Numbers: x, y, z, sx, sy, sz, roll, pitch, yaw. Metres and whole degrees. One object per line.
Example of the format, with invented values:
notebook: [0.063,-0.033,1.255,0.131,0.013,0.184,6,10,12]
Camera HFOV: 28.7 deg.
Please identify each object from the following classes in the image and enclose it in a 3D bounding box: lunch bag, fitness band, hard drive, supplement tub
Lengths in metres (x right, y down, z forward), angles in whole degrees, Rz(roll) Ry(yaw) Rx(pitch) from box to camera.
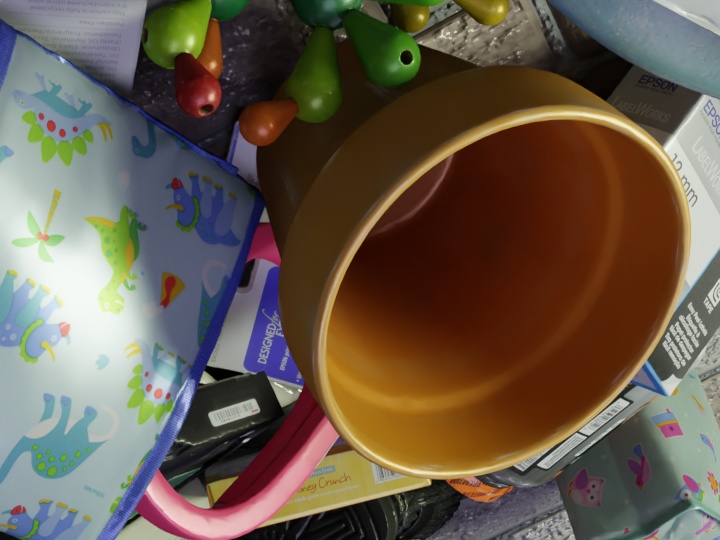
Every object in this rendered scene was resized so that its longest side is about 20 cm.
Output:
lunch bag: [-0.156,0.008,0.657,0.170,0.127,0.201,32,91,-41]
fitness band: [-0.072,0.061,0.803,0.037,0.200,0.144,-8,121,42]
hard drive: [-0.156,0.129,0.872,0.139,0.038,0.200,-14,162,-47]
supplement tub: [0.136,0.071,1.000,0.122,0.123,0.200,23,126,-39]
lunch bag: [0.235,0.161,1.106,0.122,0.171,0.200,-33,142,23]

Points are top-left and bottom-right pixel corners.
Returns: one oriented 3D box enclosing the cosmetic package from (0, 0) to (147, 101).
cosmetic package: [-0.155,-0.109,0.695,0.071,0.102,0.201,0,136,-19]

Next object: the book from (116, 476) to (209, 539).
book: [-0.204,0.219,0.991,0.133,0.048,0.200,-27,-175,27]

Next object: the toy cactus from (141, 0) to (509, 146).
toy cactus: [-0.031,-0.147,0.648,0.199,0.165,0.103,-28,152,-26]

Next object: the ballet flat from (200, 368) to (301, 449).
ballet flat: [-0.090,0.090,0.976,0.198,0.073,0.073,-15,141,-2]

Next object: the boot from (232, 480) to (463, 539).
boot: [-0.031,0.205,1.098,0.210,0.080,0.158,-20,176,23]

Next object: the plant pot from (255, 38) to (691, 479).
plant pot: [0.034,-0.029,0.718,0.199,0.183,0.201,-14,126,-20]

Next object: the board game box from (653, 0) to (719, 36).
board game box: [0.236,-0.158,0.559,0.199,0.026,0.200,21,129,-24]

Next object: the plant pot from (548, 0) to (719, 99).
plant pot: [0.157,-0.206,0.647,0.198,0.197,0.197,6,135,-20]

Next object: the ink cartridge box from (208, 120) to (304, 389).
ink cartridge box: [0.000,0.000,0.894,0.198,0.044,0.199,15,127,-6]

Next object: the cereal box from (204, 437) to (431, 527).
cereal box: [-0.038,0.137,0.982,0.143,0.040,0.200,-13,180,-7]

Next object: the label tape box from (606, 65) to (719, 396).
label tape box: [0.195,-0.047,0.852,0.200,0.066,0.143,-50,131,-11]
